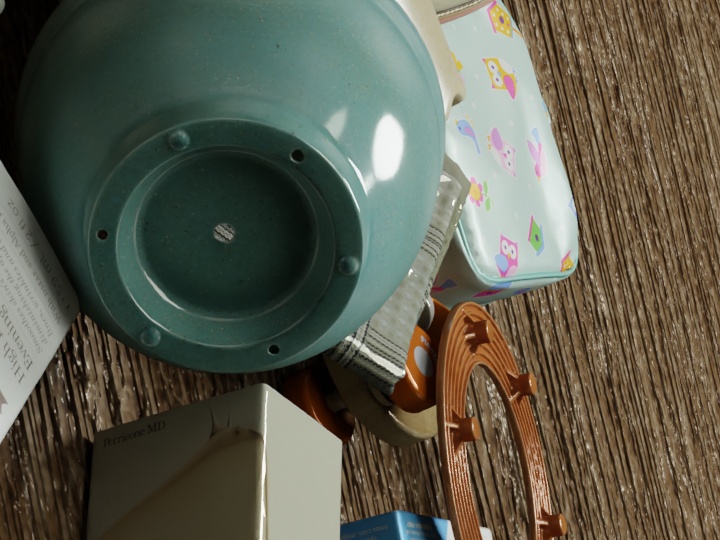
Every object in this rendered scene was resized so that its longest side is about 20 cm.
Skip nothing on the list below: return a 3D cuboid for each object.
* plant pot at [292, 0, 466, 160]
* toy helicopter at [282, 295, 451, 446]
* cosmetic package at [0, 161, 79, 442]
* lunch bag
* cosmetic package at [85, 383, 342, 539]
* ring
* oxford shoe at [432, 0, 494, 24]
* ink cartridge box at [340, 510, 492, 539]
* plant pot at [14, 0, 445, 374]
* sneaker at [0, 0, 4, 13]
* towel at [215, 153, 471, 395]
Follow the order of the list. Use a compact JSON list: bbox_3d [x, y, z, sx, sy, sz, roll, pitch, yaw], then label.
[{"bbox_3d":[-0.047,-0.131,1.347,0.184,0.200,0.200,60,28,-11],"label":"plant pot"},{"bbox_3d":[0.000,0.000,1.526,0.132,0.079,0.201,-3,70,-61],"label":"toy helicopter"},{"bbox_3d":[-0.194,0.039,1.127,0.102,0.074,0.200,61,28,-25],"label":"cosmetic package"},{"bbox_3d":[0.048,-0.078,1.658,0.160,0.077,0.201,-8,80,-58],"label":"lunch bag"},{"bbox_3d":[-0.069,0.163,1.262,0.073,0.103,0.201,40,40,-46],"label":"cosmetic package"},{"bbox_3d":[0.080,0.114,1.518,0.200,0.019,0.201,-11,90,-73],"label":"ring"},{"bbox_3d":[0.015,-0.182,1.558,0.199,0.074,0.071,-8,63,-31],"label":"oxford shoe"},{"bbox_3d":[0.033,0.234,1.454,0.115,0.068,0.201,19,57,-59],"label":"ink cartridge box"},{"bbox_3d":[-0.059,-0.035,1.226,0.201,0.200,0.134,61,11,-22],"label":"plant pot"},{"bbox_3d":[-0.226,-0.092,1.164,0.088,0.076,0.200,48,29,-14],"label":"sneaker"},{"bbox_3d":[-0.032,-0.050,1.454,0.192,0.035,0.200,35,36,-11],"label":"towel"}]
